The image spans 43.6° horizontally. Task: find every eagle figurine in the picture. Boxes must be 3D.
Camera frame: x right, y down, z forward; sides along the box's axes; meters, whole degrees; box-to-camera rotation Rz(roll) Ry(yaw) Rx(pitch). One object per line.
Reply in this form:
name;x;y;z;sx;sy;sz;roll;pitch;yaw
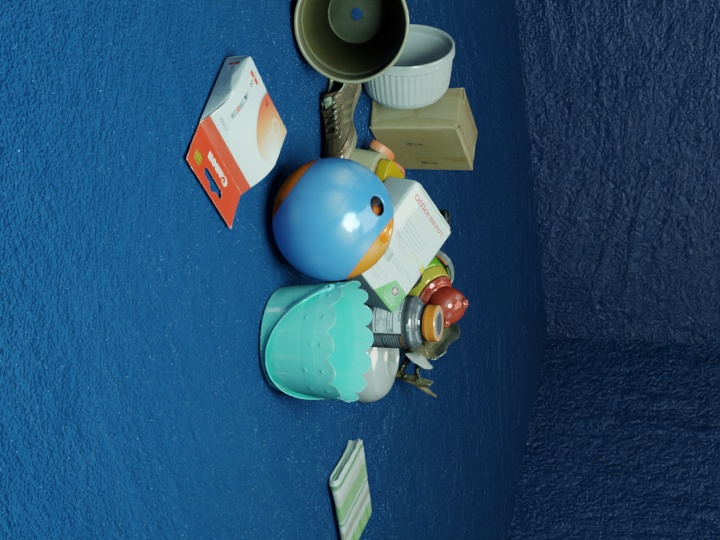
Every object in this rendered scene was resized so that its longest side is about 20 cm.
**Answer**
eagle figurine;0.135;0.169;2.098;0.152;0.150;0.201;46;58;-49

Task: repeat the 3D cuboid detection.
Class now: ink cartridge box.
ink cartridge box;0.056;-0.049;1.635;0.200;0.087;0.145;-53;129;-17
ink cartridge box;-0.177;-0.188;1.324;0.162;0.050;0.201;65;30;-50

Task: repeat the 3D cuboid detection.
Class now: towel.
towel;-0.022;0.461;1.824;0.149;0.031;0.201;-52;141;-55

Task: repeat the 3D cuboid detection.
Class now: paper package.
paper package;0.141;-0.306;1.972;0.191;0.199;0.104;54;42;-60

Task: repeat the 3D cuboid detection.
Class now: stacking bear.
stacking bear;0.137;0.032;1.837;0.121;0.200;0.114;-44;147;0

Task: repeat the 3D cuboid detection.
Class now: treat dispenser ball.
treat dispenser ball;-0.045;-0.084;1.470;0.201;0.200;0.202;1;90;-70

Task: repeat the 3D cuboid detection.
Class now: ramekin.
ramekin;0.095;-0.416;1.853;0.201;0.199;0.105;-66;159;-47

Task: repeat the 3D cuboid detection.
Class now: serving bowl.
serving bowl;0.039;0.182;1.912;0.200;0.065;0.201;2;90;-71

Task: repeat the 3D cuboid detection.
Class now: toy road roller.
toy road roller;0.010;-0.135;1.742;0.147;0.122;0.200;-71;156;-14

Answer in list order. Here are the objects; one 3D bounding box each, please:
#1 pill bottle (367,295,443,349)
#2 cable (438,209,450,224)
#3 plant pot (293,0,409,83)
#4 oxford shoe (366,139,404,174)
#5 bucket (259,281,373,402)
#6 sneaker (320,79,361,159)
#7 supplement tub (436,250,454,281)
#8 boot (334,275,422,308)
pill bottle;0.060;0.100;1.767;0.106;0.199;0.107;2;90;-70
cable;0.120;-0.069;1.988;0.163;0.200;0.051;-30;82;-45
plant pot;-0.012;-0.449;1.601;0.174;0.199;0.201;-83;167;-67
oxford shoe;0.041;-0.214;1.922;0.073;0.071;0.200;-57;159;-3
bucket;-0.072;0.117;1.502;0.207;0.134;0.208;0;90;-70
sneaker;-0.050;-0.288;1.668;0.075;0.070;0.201;30;58;-46
supplement tub;0.138;0.030;2.090;0.200;0.122;0.123;-45;132;-63
boot;0.001;0.001;1.765;0.154;0.203;0.074;-130;-150;-48
